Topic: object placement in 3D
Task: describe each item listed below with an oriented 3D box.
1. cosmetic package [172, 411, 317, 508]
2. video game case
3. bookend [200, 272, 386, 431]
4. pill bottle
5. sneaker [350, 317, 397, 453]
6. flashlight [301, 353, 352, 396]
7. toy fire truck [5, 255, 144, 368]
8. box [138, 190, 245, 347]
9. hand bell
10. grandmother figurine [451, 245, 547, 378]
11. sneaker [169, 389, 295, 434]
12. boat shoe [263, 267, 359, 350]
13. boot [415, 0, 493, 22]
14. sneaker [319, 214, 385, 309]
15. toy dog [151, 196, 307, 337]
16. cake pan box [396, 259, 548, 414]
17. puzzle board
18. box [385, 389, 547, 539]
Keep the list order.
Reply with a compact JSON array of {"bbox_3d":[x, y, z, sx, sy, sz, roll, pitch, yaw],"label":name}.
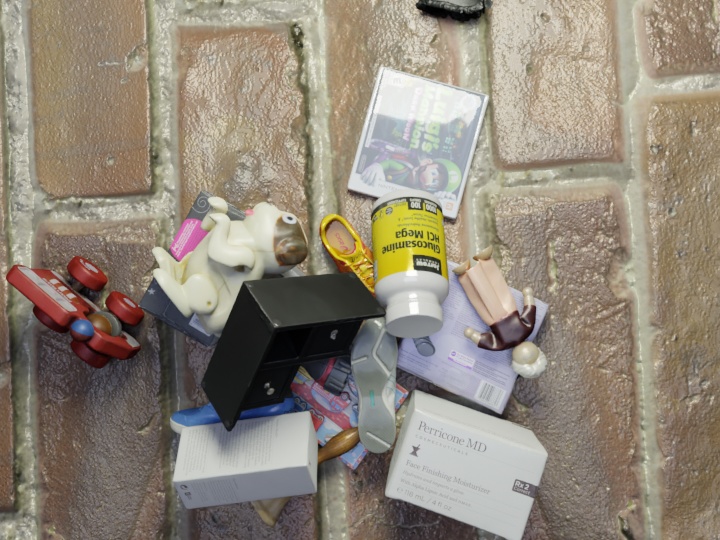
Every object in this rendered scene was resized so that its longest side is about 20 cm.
[{"bbox_3d":[-0.166,0.279,1.239,0.197,0.102,0.072,-8,130,6],"label":"cosmetic package"},{"bbox_3d":[0.090,-0.201,1.326,0.180,0.023,0.202,16,90,4],"label":"video game case"},{"bbox_3d":[-0.097,0.111,1.194,0.092,0.197,0.201,50,127,33],"label":"bookend"},{"bbox_3d":[0.074,-0.009,1.245,0.111,0.113,0.202,-5,63,4],"label":"pill bottle"},{"bbox_3d":[0.021,0.168,1.278,0.069,0.080,0.203,1,95,2],"label":"sneaker"},{"bbox_3d":[-0.105,0.120,1.294,0.198,0.068,0.068,28,123,0],"label":"flashlight"},{"bbox_3d":[-0.432,0.067,1.283,0.200,0.168,0.112,41,92,3],"label":"toy fire truck"},{"bbox_3d":[-0.227,-0.002,1.298,0.131,0.115,0.201,29,91,1],"label":"box"},{"bbox_3d":[-0.078,0.296,1.297,0.199,0.104,0.105,-32,87,-2],"label":"hand bell"},{"bbox_3d":[0.210,0.072,1.250,0.121,0.061,0.201,-33,85,11],"label":"grandmother figurine"},{"bbox_3d":[-0.201,0.193,1.300,0.197,0.077,0.113,-2,103,8],"label":"sneaker"},{"bbox_3d":[-0.074,0.066,1.309,0.200,0.072,0.066,42,96,1],"label":"boat shoe"},{"bbox_3d":[0.121,-0.484,1.307,0.196,0.073,0.164,13,93,3],"label":"boot"},{"bbox_3d":[0.000,0.000,1.303,0.073,0.077,0.200,-42,88,0],"label":"sneaker"},{"bbox_3d":[-0.166,-0.010,1.174,0.199,0.140,0.195,-36,105,0],"label":"toy dog"},{"bbox_3d":[0.172,0.099,1.303,0.198,0.052,0.186,23,93,4],"label":"cake pan box"},{"bbox_3d":[-0.046,0.195,1.332,0.199,0.017,0.151,36,92,3],"label":"puzzle board"},{"bbox_3d":[0.149,0.276,1.226,0.197,0.200,0.132,18,91,4],"label":"box"}]
